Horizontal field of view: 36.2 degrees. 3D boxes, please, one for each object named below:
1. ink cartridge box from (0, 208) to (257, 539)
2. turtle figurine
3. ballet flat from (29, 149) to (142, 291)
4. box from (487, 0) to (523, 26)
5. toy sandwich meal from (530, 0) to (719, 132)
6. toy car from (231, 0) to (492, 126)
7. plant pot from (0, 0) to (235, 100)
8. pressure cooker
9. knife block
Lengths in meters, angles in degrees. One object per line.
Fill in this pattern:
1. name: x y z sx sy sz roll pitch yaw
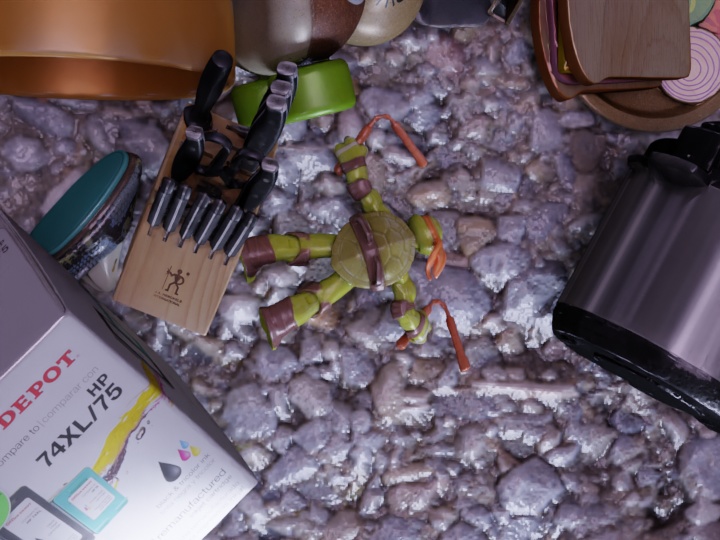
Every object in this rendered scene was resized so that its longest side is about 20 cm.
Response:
1. ink cartridge box: -0.195 0.095 0.680 0.147 0.146 0.200 -44 133 -6
2. turtle figurine: 0.000 0.000 0.797 0.159 0.064 0.203 -20 97 -10
3. ballet flat: -0.211 0.006 0.761 0.200 0.074 0.074 -45 101 -4
4. box: 0.154 -0.283 0.742 0.021 0.164 0.202 28 74 0
5. toy sandwich meal: 0.225 -0.201 0.829 0.202 0.070 0.209 -1 94 -12
6. toy car: 0.001 -0.202 0.751 0.198 0.157 0.167 -18 101 -22
7. plant pot: -0.176 -0.210 0.680 0.197 0.200 0.187 0 92 -12
8. pressure cooker: 0.251 -0.004 0.795 0.177 0.176 0.202 30 86 5
9. knife block: -0.092 -0.061 0.690 0.063 0.200 0.177 22 103 -12
